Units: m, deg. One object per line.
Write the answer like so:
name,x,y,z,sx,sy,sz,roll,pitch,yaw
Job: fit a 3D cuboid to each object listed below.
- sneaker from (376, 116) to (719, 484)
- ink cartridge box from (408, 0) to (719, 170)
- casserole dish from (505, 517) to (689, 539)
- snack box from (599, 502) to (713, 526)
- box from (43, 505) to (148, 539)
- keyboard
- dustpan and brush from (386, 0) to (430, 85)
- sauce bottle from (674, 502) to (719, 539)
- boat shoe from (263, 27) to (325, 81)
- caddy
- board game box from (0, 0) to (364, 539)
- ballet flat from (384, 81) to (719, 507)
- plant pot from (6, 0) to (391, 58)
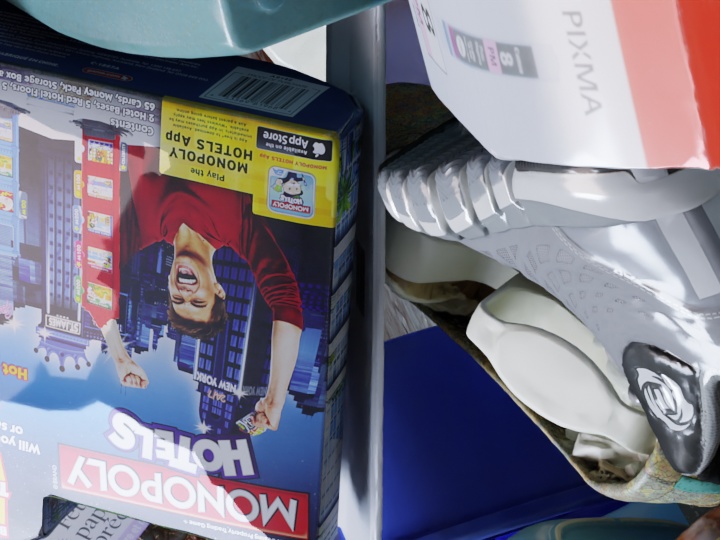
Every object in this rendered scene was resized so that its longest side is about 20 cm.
sneaker,0.071,0.006,0.800,0.116,0.075,0.200,61,171,-10
ink cartridge box,0.037,-0.099,0.646,0.200,0.057,0.163,-112,7,-72
casserole dish,0.115,0.139,0.899,0.121,0.039,0.200,5,-145,-45
snack box,0.097,0.144,1.085,0.037,0.116,0.200,62,175,26
box,-0.059,0.029,1.017,0.039,0.200,0.041,32,-167,-35
keyboard,0.000,0.000,0.905,0.056,0.011,0.200,-132,39,-64
dustpan and brush,0.032,-0.049,1.065,0.140,0.057,0.200,59,174,4
sauce bottle,0.145,0.142,0.794,0.200,0.066,0.066,-118,4,-52
boat shoe,0.017,-0.080,1.200,0.200,0.062,0.073,52,148,-7
caddy,0.032,0.082,1.067,0.200,0.141,0.105,-10,-103,-48
board game box,-0.092,0.018,0.938,0.062,0.200,0.200,-44,-37,-57
ballet flat,0.046,0.004,0.897,0.200,0.071,0.071,43,165,31
plant pot,-0.044,-0.145,0.850,0.200,0.141,0.142,42,149,56
